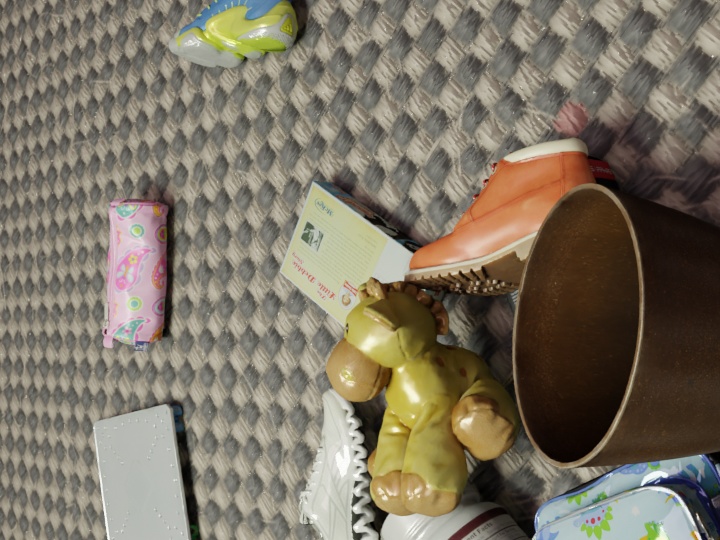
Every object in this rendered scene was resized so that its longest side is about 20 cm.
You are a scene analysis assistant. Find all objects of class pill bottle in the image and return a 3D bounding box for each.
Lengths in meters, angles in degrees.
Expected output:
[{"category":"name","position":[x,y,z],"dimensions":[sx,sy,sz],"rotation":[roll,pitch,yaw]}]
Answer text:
[{"category":"pill bottle","position":[0.114,0.283,0.790],"dimensions":[0.200,0.114,0.115],"rotation":[46,120,33]}]

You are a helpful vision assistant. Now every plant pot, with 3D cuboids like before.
[{"category":"plant pot","position":[0.233,0.047,0.610],"dimensions":[0.187,0.198,0.189],"rotation":[-173,90,-78]}]

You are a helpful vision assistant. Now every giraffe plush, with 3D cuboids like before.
[{"category":"giraffe plush","position":[0.043,0.090,0.775],"dimensions":[0.162,0.200,0.172],"rotation":[45,155,-10]}]

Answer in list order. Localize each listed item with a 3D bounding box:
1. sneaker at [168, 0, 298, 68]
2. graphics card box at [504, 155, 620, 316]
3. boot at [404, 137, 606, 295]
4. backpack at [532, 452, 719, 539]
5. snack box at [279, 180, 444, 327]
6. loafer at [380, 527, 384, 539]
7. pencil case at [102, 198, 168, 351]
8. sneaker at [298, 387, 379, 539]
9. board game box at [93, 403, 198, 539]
[{"category":"sneaker","position":[-0.149,-0.309,1.071],"dimensions":[0.199,0.076,0.106],"rotation":[4,81,36]},{"category":"graphics card box","position":[0.191,0.020,0.760],"dimensions":[0.125,0.051,0.201],"rotation":[-35,66,37]},{"category":"boot","position":[0.117,-0.040,0.756],"dimensions":[0.199,0.075,0.108],"rotation":[-20,65,40]},{"category":"backpack","position":[0.234,0.243,0.657],"dimensions":[0.183,0.146,0.201],"rotation":[-38,68,39]},{"category":"snack box","position":[0.000,0.000,0.946],"dimensions":[0.200,0.037,0.117],"rotation":[38,115,36]},{"category":"loafer","position":[0.080,0.341,0.869],"dimensions":[0.072,0.062,0.201],"rotation":[107,144,-61]},{"category":"pencil case","position":[-0.306,0.004,1.201],"dimensions":[0.087,0.087,0.202],"rotation":[7,94,42]},{"category":"sneaker","position":[-0.028,0.225,0.932],"dimensions":[0.075,0.080,0.202],"rotation":[112,151,-80]},{"category":"board game box","position":[-0.300,0.299,1.236],"dimensions":[0.199,0.026,0.202],"rotation":[-18,78,41]}]
